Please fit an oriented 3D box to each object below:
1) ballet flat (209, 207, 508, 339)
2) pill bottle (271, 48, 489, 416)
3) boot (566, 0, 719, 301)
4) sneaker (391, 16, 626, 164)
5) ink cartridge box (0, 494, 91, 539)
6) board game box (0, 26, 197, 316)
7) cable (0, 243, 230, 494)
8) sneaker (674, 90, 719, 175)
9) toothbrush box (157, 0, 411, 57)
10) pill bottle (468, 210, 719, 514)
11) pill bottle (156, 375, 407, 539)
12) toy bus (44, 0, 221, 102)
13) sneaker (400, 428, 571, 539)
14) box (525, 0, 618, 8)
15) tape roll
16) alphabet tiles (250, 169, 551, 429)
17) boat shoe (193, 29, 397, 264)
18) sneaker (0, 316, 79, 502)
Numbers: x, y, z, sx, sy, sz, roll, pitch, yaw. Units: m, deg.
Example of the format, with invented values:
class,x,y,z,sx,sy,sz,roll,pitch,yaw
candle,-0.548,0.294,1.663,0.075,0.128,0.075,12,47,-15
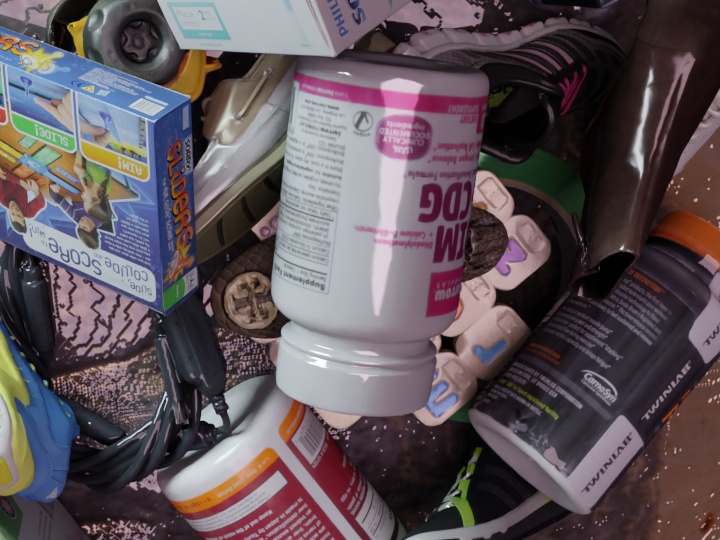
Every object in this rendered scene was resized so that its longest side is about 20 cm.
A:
class,x,y,z,sx,sy,sz,roll,pitch,yaw
ballet flat,0.000,0.000,0.885,0.199,0.046,0.068,-12,100,-4
pill bottle,0.008,-0.024,0.804,0.113,0.113,0.201,4,104,-12
boot,0.182,-0.082,0.816,0.072,0.200,0.167,17,67,-4
sneaker,0.111,-0.113,0.897,0.199,0.088,0.074,-8,139,-37
ink cartridge box,-0.219,0.216,0.897,0.087,0.145,0.200,-38,106,-2
board game box,-0.188,-0.068,0.815,0.200,0.034,0.136,23,131,23
cable,-0.173,0.041,0.899,0.163,0.051,0.201,-25,86,25
sneaker,0.238,-0.134,0.941,0.078,0.099,0.200,34,93,-16
toothbrush box,-0.007,-0.205,0.766,0.200,0.146,0.085,-40,122,-30
pill bottle,0.172,0.054,0.906,0.106,0.106,0.200,45,80,-16
pill bottle,-0.039,0.180,0.943,0.113,0.113,0.200,-37,106,-2
toy bus,-0.106,-0.202,0.854,0.191,0.136,0.201,-17,107,-24
sneaker,0.085,0.155,0.960,0.200,0.072,0.083,-14,68,-44
box,0.126,-0.279,0.863,0.107,0.148,0.200,-32,106,-3
tape roll,0.084,0.005,0.966,0.200,0.048,0.201,-2,102,-11
alphabet tiles,0.021,0.005,0.919,0.196,0.015,0.200,-41,102,2
boat shoe,-0.066,-0.088,0.865,0.068,0.075,0.200,41,80,10
sneaker,-0.239,0.074,0.867,0.076,0.200,0.105,-35,139,6
